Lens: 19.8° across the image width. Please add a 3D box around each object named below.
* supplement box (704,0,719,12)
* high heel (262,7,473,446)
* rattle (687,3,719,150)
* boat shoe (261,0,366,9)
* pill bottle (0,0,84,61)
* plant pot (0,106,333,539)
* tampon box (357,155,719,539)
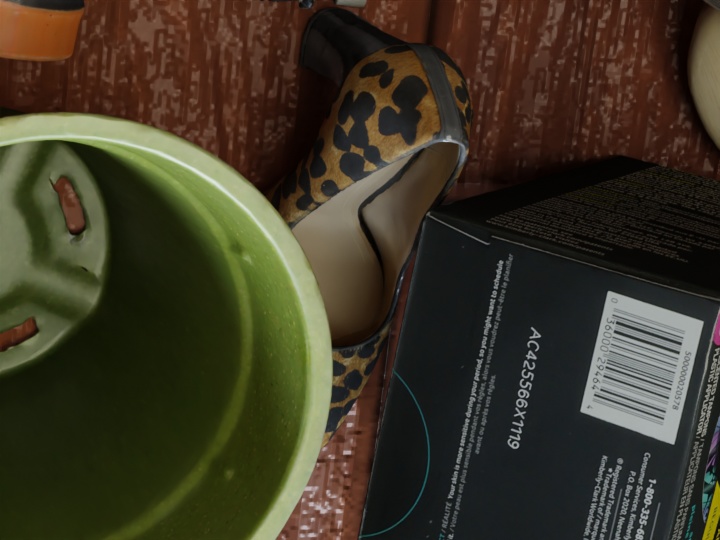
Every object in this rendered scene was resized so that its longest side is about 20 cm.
[{"bbox_3d":[0.124,-0.199,0.828,0.200,0.074,0.126,35,94,-2],"label":"supplement box"},{"bbox_3d":[0.000,0.000,0.848,0.071,0.143,0.201,-1,108,-20],"label":"high heel"},{"bbox_3d":[0.221,-0.085,0.965,0.130,0.143,0.200,-6,131,12],"label":"rattle"},{"bbox_3d":[-0.023,-0.205,0.814,0.060,0.074,0.201,1,105,-6],"label":"boat shoe"},{"bbox_3d":[-0.122,-0.181,0.765,0.106,0.106,0.201,8,105,-22],"label":"pill bottle"},{"bbox_3d":[-0.135,0.017,0.779,0.199,0.190,0.201,-7,110,-19],"label":"plant pot"},{"bbox_3d":[0.112,0.047,0.862,0.200,0.126,0.150,-17,121,-59],"label":"tampon box"}]
